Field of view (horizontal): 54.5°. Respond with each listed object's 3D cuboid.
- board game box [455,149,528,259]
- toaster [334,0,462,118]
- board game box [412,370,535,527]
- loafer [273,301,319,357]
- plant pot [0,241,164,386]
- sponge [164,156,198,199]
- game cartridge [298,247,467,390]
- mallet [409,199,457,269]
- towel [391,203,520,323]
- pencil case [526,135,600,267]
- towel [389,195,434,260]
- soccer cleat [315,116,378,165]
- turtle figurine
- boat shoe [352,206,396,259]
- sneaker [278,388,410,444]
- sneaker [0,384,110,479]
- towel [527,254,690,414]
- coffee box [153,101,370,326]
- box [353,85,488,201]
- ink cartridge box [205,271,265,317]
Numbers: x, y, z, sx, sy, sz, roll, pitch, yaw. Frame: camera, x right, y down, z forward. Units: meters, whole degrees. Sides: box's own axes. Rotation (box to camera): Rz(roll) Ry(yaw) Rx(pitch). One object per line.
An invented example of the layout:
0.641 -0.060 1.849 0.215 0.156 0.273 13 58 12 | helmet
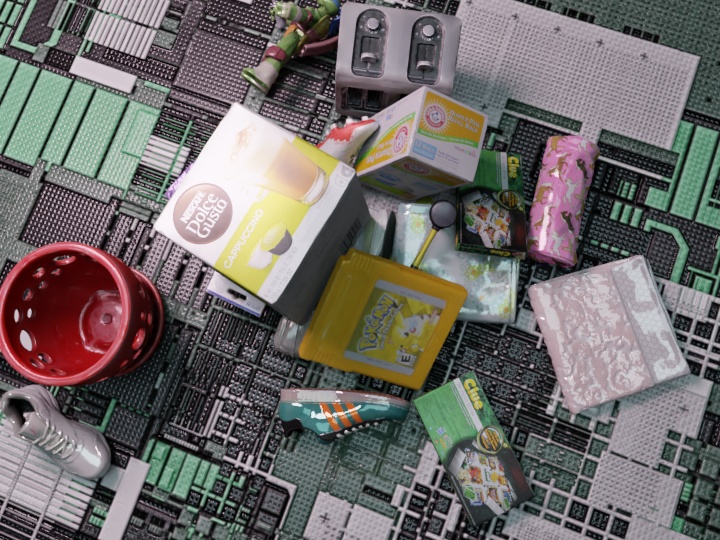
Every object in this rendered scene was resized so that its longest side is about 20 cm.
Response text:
0.196 -0.106 1.056 0.104 0.024 0.201 7 53 1 | board game box
0.048 -0.312 1.078 0.179 0.200 0.120 8 83 -2 | toaster
0.166 0.262 1.038 0.104 0.023 0.201 -25 80 1 | board game box
-0.072 0.038 1.083 0.069 0.070 0.202 19 90 2 | loafer
-0.404 0.073 1.041 0.198 0.183 0.202 -1 80 4 | plant pot
-0.210 -0.098 1.133 0.200 0.030 0.112 42 87 9 | sponge
0.033 0.074 1.008 0.199 0.032 0.177 17 108 -22 | game cartridge
0.083 -0.014 1.016 0.041 0.066 0.201 28 89 1 | mallet
0.147 -0.010 1.069 0.198 0.048 0.173 6 85 1 | towel
0.308 -0.107 1.068 0.082 0.086 0.202 10 82 25 | pencil case
0.049 -0.034 1.108 0.199 0.018 0.086 -34 80 -2 | towel
-0.040 -0.169 1.077 0.199 0.068 0.086 -24 89 40 | soccer cleat
-0.137 -0.398 1.125 0.144 0.200 0.195 33 88 43 | turtle figurine
0.000 -0.001 1.064 0.064 0.074 0.204 13 80 19 | boat shoe
-0.025 0.220 1.048 0.198 0.071 0.081 1 84 11 | sneaker
-0.470 0.251 1.057 0.199 0.099 0.078 33 84 9 | sneaker
0.373 0.092 1.055 0.189 0.032 0.202 -17 79 2 | towel
-0.125 -0.069 0.966 0.197 0.200 0.201 31 84 11 | coffee box
0.081 -0.178 1.024 0.112 0.200 0.102 18 81 -22 | box
-0.152 -0.036 1.085 0.099 0.039 0.201 25 82 7 | ink cartridge box
